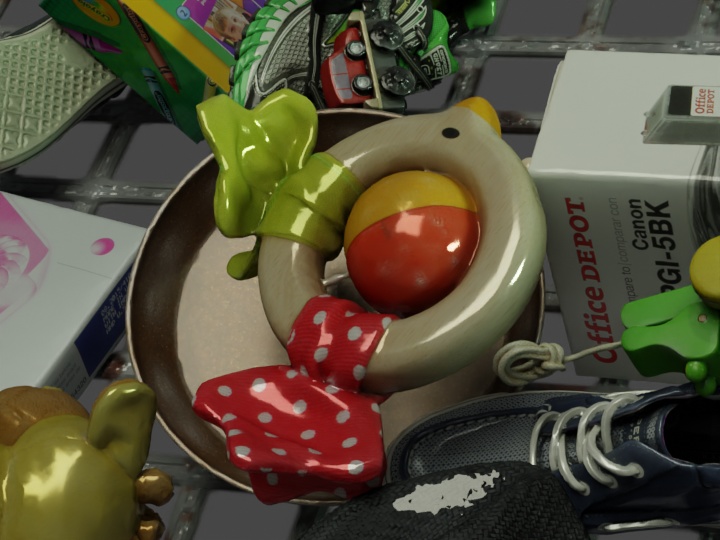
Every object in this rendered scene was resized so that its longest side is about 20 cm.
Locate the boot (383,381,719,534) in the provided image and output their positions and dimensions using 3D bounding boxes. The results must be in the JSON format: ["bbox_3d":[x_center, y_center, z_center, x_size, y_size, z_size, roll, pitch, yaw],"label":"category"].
[{"bbox_3d":[0.103,0.075,0.995,0.199,0.090,0.073,-4,70,8],"label":"boot"}]

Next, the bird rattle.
[{"bbox_3d":[0.000,0.000,0.991,0.163,0.113,0.200,-24,44,15],"label":"bird rattle"}]

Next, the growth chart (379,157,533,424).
[{"bbox_3d":[-0.009,0.001,1.173,0.144,0.018,0.200,11,51,26],"label":"growth chart"}]

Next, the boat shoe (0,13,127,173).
[{"bbox_3d":[-0.187,-0.097,1.274,0.200,0.062,0.075,-36,90,-35],"label":"boat shoe"}]

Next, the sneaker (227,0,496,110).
[{"bbox_3d":[0.000,-0.119,1.240,0.085,0.078,0.200,21,51,29],"label":"sneaker"}]

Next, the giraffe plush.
[{"bbox_3d":[-0.169,0.099,1.015,0.162,0.173,0.200,-9,59,-20],"label":"giraffe plush"}]

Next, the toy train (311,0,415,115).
[{"bbox_3d":[0.002,-0.097,1.181,0.046,0.034,0.201,-6,67,-13],"label":"toy train"}]

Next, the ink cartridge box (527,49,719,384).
[{"bbox_3d":[0.187,-0.018,1.039,0.199,0.147,0.083,4,49,21],"label":"ink cartridge box"}]

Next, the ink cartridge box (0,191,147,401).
[{"bbox_3d":[-0.231,0.037,1.190,0.200,0.043,0.197,14,52,26],"label":"ink cartridge box"}]

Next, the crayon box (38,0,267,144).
[{"bbox_3d":[-0.073,-0.183,1.298,0.119,0.058,0.200,41,58,-8],"label":"crayon box"}]

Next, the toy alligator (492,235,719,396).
[{"bbox_3d":[0.151,0.025,0.939,0.200,0.059,0.054,-23,52,11],"label":"toy alligator"}]

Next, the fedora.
[{"bbox_3d":[0.032,0.138,0.927,0.200,0.092,0.201,-17,18,6],"label":"fedora"}]

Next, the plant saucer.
[{"bbox_3d":[-0.011,0.020,1.101,0.200,0.035,0.201,-3,67,8],"label":"plant saucer"}]
